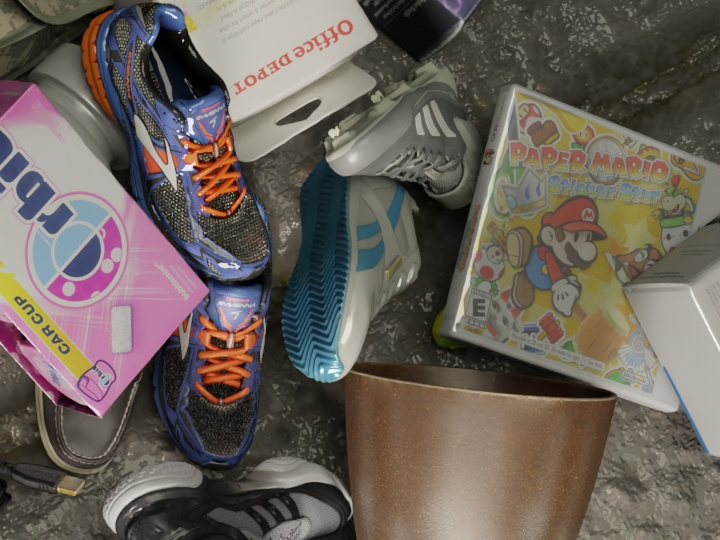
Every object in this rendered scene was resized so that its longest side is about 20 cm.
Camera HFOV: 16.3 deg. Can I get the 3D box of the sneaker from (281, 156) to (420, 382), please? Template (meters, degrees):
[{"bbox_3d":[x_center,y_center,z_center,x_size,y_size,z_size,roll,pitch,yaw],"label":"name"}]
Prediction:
[{"bbox_3d":[0.000,0.000,1.721,0.081,0.076,0.201,34,42,-24],"label":"sneaker"}]

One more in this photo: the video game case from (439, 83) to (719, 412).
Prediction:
[{"bbox_3d":[0.162,-0.014,1.768,0.199,0.023,0.183,19,81,-26],"label":"video game case"}]

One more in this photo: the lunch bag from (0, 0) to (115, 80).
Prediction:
[{"bbox_3d":[-0.283,-0.198,1.685,0.200,0.118,0.164,-35,87,-21],"label":"lunch bag"}]

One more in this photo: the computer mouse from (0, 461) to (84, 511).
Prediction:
[{"bbox_3d":[-0.195,0.205,1.635,0.199,0.046,0.141,14,72,27],"label":"computer mouse"}]

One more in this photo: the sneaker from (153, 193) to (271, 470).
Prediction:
[{"bbox_3d":[-0.097,0.035,1.708,0.075,0.078,0.201,3,78,-16],"label":"sneaker"}]

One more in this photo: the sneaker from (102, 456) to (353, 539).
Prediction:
[{"bbox_3d":[-0.071,0.188,1.656,0.199,0.076,0.114,5,44,-42],"label":"sneaker"}]

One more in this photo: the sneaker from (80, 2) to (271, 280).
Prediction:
[{"bbox_3d":[-0.114,-0.085,1.633,0.075,0.078,0.201,-30,93,-38],"label":"sneaker"}]

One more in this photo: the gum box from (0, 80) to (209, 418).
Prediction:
[{"bbox_3d":[-0.203,-0.018,1.594,0.114,0.066,0.200,-50,119,-20],"label":"gum box"}]

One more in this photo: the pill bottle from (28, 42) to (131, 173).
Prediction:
[{"bbox_3d":[-0.235,-0.052,1.676,0.110,0.110,0.200,43,71,-5],"label":"pill bottle"}]

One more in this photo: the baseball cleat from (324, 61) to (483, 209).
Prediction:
[{"bbox_3d":[0.042,-0.084,1.740,0.107,0.070,0.200,57,29,-6],"label":"baseball cleat"}]

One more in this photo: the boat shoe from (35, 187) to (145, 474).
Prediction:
[{"bbox_3d":[-0.172,0.036,1.701,0.072,0.065,0.201,17,76,-15],"label":"boat shoe"}]

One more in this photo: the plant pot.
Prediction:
[{"bbox_3d":[0.072,0.173,1.703,0.186,0.187,0.201,5,92,-16],"label":"plant pot"}]

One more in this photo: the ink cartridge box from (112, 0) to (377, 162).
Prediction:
[{"bbox_3d":[-0.093,-0.178,1.736,0.128,0.125,0.201,-31,90,-20],"label":"ink cartridge box"}]

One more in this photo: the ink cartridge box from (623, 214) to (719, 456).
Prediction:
[{"bbox_3d":[0.308,0.021,1.788,0.200,0.086,0.147,-35,105,-26],"label":"ink cartridge box"}]

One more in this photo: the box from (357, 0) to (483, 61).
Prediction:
[{"bbox_3d":[0.025,-0.276,1.803,0.200,0.104,0.148,38,70,-6],"label":"box"}]

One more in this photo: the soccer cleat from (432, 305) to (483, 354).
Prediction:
[{"bbox_3d":[0.126,-0.005,1.803,0.199,0.065,0.084,-26,85,-23],"label":"soccer cleat"}]
